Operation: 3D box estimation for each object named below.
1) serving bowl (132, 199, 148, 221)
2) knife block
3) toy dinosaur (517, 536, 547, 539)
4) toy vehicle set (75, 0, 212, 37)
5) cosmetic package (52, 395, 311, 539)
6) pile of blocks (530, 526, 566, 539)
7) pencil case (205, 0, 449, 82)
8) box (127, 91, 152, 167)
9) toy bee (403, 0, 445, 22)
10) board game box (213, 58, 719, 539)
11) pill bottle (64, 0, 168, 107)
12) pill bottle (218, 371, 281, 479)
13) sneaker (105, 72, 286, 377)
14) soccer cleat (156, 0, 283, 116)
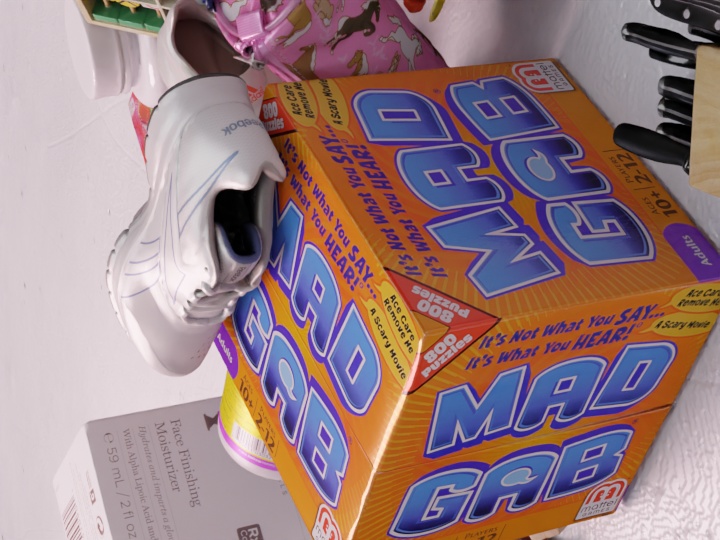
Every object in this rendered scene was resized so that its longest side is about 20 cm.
[{"bbox_3d":[-0.075,-0.071,1.116,0.066,0.200,0.200,55,156,-12],"label":"serving bowl"},{"bbox_3d":[0.199,-0.057,0.692,0.202,0.063,0.176,69,152,21],"label":"knife block"},{"bbox_3d":[0.059,0.118,1.053,0.198,0.105,0.184,-11,78,30],"label":"toy dinosaur"},{"bbox_3d":[-0.102,-0.185,0.969,0.124,0.198,0.027,72,-147,-70],"label":"toy vehicle set"},{"bbox_3d":[-0.151,0.220,1.319,0.165,0.198,0.167,-51,54,57],"label":"cosmetic package"},{"bbox_3d":[0.055,0.122,0.979,0.199,0.062,0.083,27,121,22],"label":"pile of blocks"},{"bbox_3d":[-0.007,-0.127,0.879,0.086,0.200,0.083,-38,53,13],"label":"pencil case"},{"bbox_3d":[-0.121,-0.090,1.271,0.095,0.102,0.202,-52,52,55],"label":"box"},{"bbox_3d":[0.053,-0.206,0.882,0.199,0.131,0.109,33,156,34],"label":"toy bee"},{"bbox_3d":[0.052,0.023,0.853,0.201,0.198,0.201,58,144,38],"label":"board game box"},{"bbox_3d":[-0.117,-0.187,1.109,0.109,0.198,0.111,165,90,-70],"label":"pill bottle"},{"bbox_3d":[-0.049,0.062,1.158,0.105,0.103,0.202,56,143,40],"label":"pill bottle"},{"bbox_3d":[-0.092,-0.009,0.834,0.087,0.074,0.201,52,142,37],"label":"sneaker"},{"bbox_3d":[-0.061,-0.094,0.952,0.200,0.069,0.078,44,160,11],"label":"soccer cleat"}]
